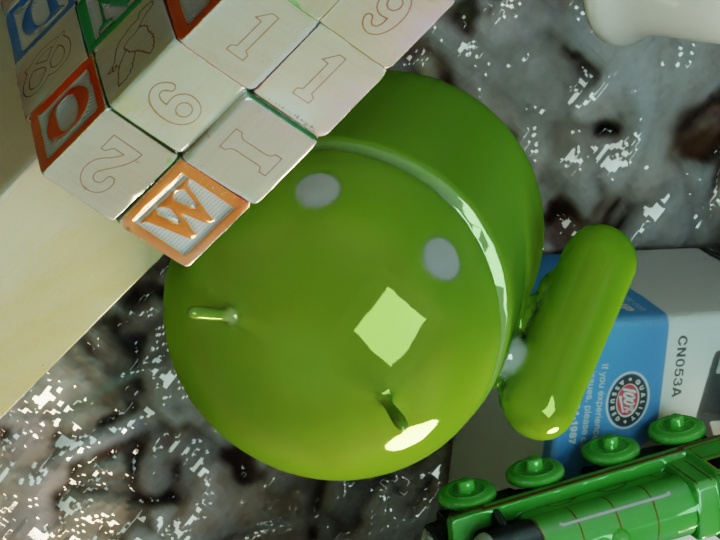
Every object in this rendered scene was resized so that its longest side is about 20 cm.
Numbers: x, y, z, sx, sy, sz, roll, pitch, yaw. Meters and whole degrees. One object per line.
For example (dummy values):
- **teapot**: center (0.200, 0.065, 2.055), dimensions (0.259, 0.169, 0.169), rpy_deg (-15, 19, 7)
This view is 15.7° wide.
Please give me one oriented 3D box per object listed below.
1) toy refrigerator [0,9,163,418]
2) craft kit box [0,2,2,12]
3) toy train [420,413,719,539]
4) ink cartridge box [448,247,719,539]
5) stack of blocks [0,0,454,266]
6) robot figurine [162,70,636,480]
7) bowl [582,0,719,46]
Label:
- **toy refrigerator**: center (-0.143, 0.011, 0.866), dimensions (0.200, 0.076, 0.070), rpy_deg (-44, 131, 17)
- **craft kit box**: center (-0.136, -0.120, 0.882), dimensions (0.197, 0.049, 0.201), rpy_deg (14, 101, -27)
- **toy train**: center (0.119, 0.081, 0.976), dimensions (0.199, 0.056, 0.042), rpy_deg (-16, 114, -20)
- **ink cartridge box**: center (0.143, 0.070, 1.065), dimensions (0.199, 0.084, 0.146), rpy_deg (-3, 108, -25)
- **stack of blocks**: center (-0.015, -0.112, 0.764), dimensions (0.200, 0.115, 0.059), rpy_deg (-44, 126, 18)
- **robot figurine**: center (0.000, 0.000, 0.900), dimensions (0.175, 0.200, 0.116), rpy_deg (25, 112, 3)
- **bowl**: center (0.160, -0.161, 0.925), dimensions (0.201, 0.090, 0.201), rpy_deg (-53, 157, -35)
